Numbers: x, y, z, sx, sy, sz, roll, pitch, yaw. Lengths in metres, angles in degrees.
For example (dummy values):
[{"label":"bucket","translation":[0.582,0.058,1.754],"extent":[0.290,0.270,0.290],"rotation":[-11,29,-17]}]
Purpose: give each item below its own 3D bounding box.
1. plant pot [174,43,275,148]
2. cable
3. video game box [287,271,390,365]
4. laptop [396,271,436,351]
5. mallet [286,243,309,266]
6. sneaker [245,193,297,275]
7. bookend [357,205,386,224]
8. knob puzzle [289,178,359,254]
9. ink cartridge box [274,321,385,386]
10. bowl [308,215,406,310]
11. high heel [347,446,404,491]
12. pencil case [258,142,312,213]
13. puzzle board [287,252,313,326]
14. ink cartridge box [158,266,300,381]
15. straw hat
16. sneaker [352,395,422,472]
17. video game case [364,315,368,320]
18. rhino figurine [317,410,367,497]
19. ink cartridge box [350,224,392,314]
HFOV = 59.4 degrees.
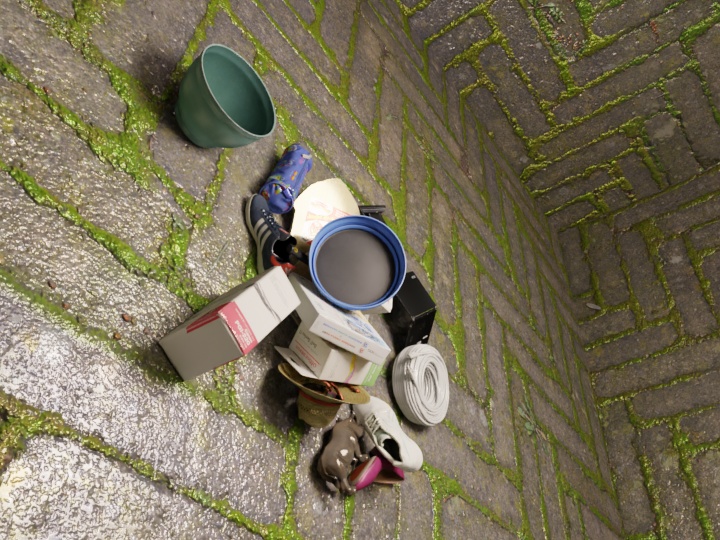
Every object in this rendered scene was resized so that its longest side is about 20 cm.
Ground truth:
[{"label":"plant pot","translation":[-0.287,-0.328,1.268],"extent":[0.200,0.134,0.201],"rotation":[40,37,-39]},{"label":"cable","translation":[0.153,0.284,1.569],"extent":[0.200,0.069,0.202],"rotation":[-14,93,-59]},{"label":"video game box","translation":[-0.052,0.093,1.260],"extent":[0.181,0.047,0.200],"rotation":[28,10,-29]},{"label":"laptop","translation":[0.124,0.122,1.676],"extent":[0.177,0.103,0.202],"rotation":[-15,122,-61]},{"label":"mallet","translation":[-0.103,-0.024,1.313],"extent":[0.200,0.041,0.066],"rotation":[50,35,-58]},{"label":"sneaker","translation":[-0.177,-0.077,1.306],"extent":[0.075,0.084,0.201],"rotation":[10,59,-56]},{"label":"bookend","translation":[0.040,-0.059,1.617],"extent":[0.201,0.092,0.199],"rotation":[63,21,5]},{"label":"knob puzzle","translation":[-0.079,-0.119,1.471],"extent":[0.218,0.030,0.222],"rotation":[3,84,-35]},{"label":"ink cartridge box","translation":[-0.060,0.164,1.258],"extent":[0.199,0.068,0.117],"rotation":[18,13,-45]},{"label":"bowl","translation":[-0.008,-0.013,1.273],"extent":[0.199,0.039,0.202],"rotation":[4,68,-9]},{"label":"high heel","translation":[0.041,0.425,1.290],"extent":[0.096,0.067,0.200],"rotation":[56,24,6]},{"label":"pencil case","translation":[-0.164,-0.211,1.435],"extent":[0.078,0.086,0.201],"rotation":[54,31,-26]},{"label":"puzzle board","translation":[-0.097,0.079,1.368],"extent":[0.201,0.017,0.151],"rotation":[57,40,-14]},{"label":"ink cartridge box","translation":[-0.212,0.084,1.054],"extent":[0.085,0.145,0.200],"rotation":[60,29,-11]},{"label":"straw hat","translation":[-0.079,0.251,1.201],"extent":[0.201,0.200,0.086],"rotation":[16,96,-54]},{"label":"sneaker","translation":[0.048,0.330,1.307],"extent":[0.200,0.071,0.080],"rotation":[44,7,33]},{"label":"video game case","translation":[-0.034,0.030,1.529],"extent":[0.182,0.023,0.201],"rotation":[48,33,-28]},{"label":"rhino figurine","translation":[-0.030,0.348,1.245],"extent":[0.088,0.060,0.200],"rotation":[49,28,-11]},{"label":"ink cartridge box","translation":[0.000,0.000,1.404],"extent":[0.200,0.082,0.148],"rotation":[44,44,-58]}]
